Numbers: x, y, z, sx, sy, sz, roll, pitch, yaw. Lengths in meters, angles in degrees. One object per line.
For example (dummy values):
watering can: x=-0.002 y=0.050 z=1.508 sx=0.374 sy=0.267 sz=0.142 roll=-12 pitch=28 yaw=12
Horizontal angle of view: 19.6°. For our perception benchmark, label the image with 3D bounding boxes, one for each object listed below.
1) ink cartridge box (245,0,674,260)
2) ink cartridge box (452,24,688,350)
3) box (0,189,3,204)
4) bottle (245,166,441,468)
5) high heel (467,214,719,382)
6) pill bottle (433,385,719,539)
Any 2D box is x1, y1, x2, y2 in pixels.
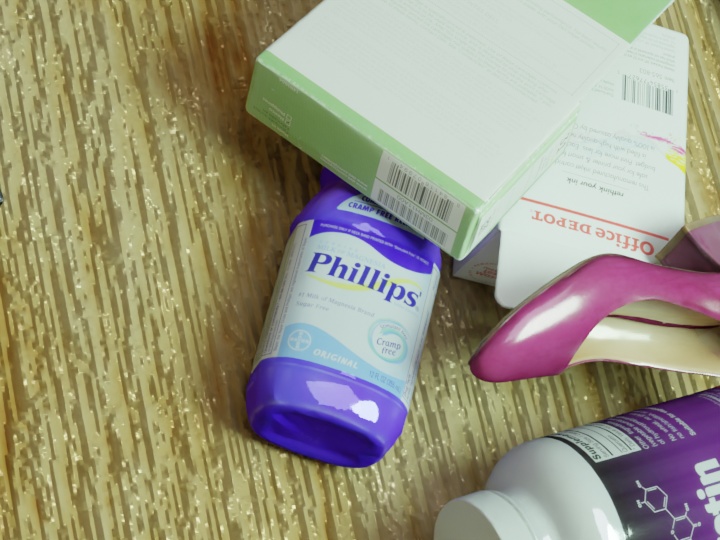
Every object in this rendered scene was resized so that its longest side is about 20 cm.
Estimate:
ink cartridge box: x=0.056 y=-0.115 z=1.105 sx=0.145 sy=0.048 sz=0.200 roll=35 pitch=54 yaw=15
ink cartridge box: x=0.117 y=-0.047 z=1.161 sx=0.114 sy=0.068 sz=0.201 roll=15 pitch=62 yaw=-17
box: x=-0.272 y=-0.110 z=1.036 sx=0.142 sy=0.036 sz=0.201 roll=-9 pitch=73 yaw=-28
bottle: x=0.000 y=0.000 z=1.089 sx=0.083 sy=0.065 sz=0.201 roll=20 pitch=61 yaw=-9
high heel: x=0.147 y=0.038 z=1.056 sx=0.199 sy=0.068 sz=0.096 roll=-23 pitch=70 yaw=-32
pill bottle: x=0.141 y=0.130 z=1.066 sx=0.199 sy=0.112 sz=0.113 roll=-13 pitch=73 yaw=-28
